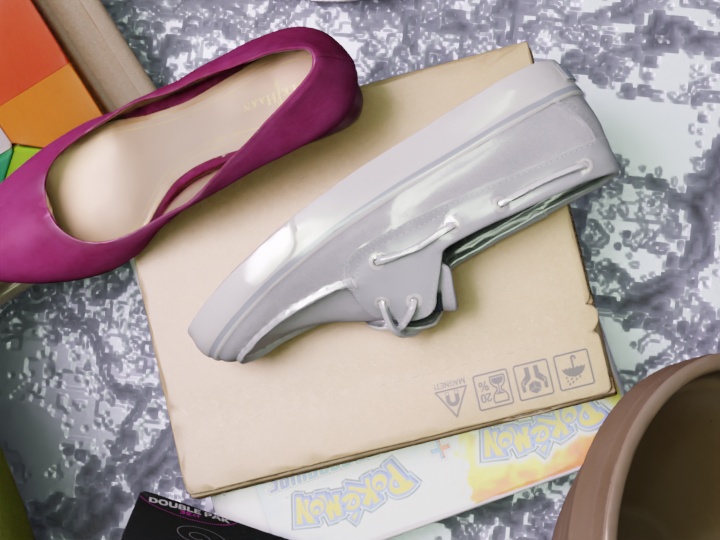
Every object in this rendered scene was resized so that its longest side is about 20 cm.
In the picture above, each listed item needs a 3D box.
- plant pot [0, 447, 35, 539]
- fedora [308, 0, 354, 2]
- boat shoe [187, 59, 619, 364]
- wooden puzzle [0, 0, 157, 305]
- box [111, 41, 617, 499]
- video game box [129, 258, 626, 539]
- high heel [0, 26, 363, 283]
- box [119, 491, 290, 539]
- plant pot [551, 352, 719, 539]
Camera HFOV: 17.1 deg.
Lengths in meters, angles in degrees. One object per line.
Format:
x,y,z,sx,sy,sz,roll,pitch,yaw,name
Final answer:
-0.227,0.103,1.002,0.199,0.201,0.194,7,129,8,plant pot
-0.023,-0.223,1.101,0.176,0.090,0.201,-21,85,6,fedora
0.021,-0.010,1.036,0.199,0.072,0.069,-33,80,-5,boat shoe
-0.191,-0.066,1.079,0.184,0.037,0.200,-33,128,-2,wooden puzzle
0.000,0.000,1.078,0.199,0.021,0.164,-14,83,8,box
0.009,0.030,1.111,0.199,0.047,0.183,-21,87,7,video game box
-0.095,-0.052,1.038,0.199,0.096,0.068,-28,80,5,high heel
-0.028,0.203,1.032,0.199,0.149,0.125,18,105,-2,box
0.144,0.140,1.042,0.092,0.200,0.202,-15,84,47,plant pot
